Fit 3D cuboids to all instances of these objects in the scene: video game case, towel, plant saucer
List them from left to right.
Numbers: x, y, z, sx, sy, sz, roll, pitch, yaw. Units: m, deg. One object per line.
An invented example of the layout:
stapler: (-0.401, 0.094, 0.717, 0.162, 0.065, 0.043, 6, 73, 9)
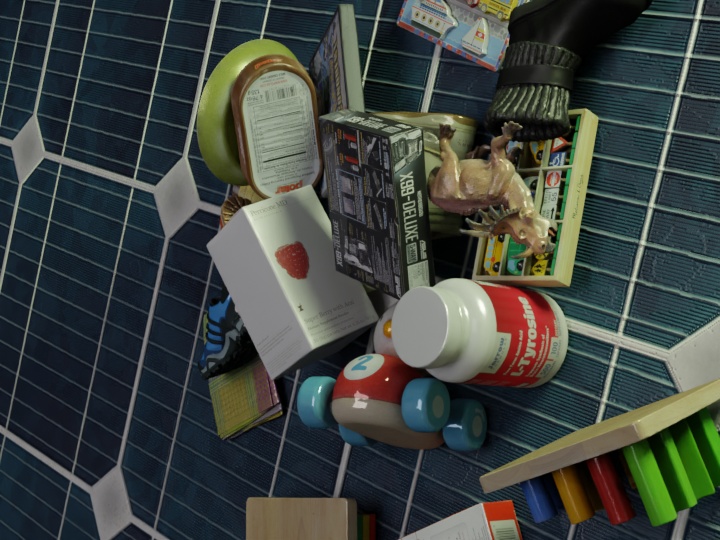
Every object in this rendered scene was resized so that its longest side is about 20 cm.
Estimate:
towel: (-0.173, 0.134, 1.826, 0.143, 0.023, 0.203, -32, 61, 39)
plant saucer: (-0.134, -0.208, 1.706, 0.031, 0.199, 0.203, 23, 100, 38)
video game case: (-0.032, -0.218, 1.670, 0.181, 0.025, 0.203, 133, 133, -69)

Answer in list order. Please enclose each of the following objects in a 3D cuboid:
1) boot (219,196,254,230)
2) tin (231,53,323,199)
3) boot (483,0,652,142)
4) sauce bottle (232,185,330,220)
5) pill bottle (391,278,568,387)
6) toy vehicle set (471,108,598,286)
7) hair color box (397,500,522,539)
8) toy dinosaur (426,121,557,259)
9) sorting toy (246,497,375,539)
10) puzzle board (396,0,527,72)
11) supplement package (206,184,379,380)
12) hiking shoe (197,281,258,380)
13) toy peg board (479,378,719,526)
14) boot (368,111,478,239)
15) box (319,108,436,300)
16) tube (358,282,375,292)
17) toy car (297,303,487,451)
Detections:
boot: (-0.149, -0.001, 1.748, 0.107, 0.075, 0.202, -24, 94, 53)
tin: (-0.108, -0.182, 1.662, 0.042, 0.110, 0.202, -117, 17, -57)
boot: (0.230, -0.233, 1.398, 0.210, 0.079, 0.160, -19, 50, 53)
sauce bottle: (-0.100, -0.082, 1.755, 0.199, 0.064, 0.066, 32, 106, 42)
pill bottle: (0.130, 0.069, 1.395, 0.111, 0.198, 0.114, -8, 79, 44)
toy vehicle set: (0.199, -0.081, 1.444, 0.123, 0.026, 0.203, -2, 72, 45)
hair color box: (0.104, 0.354, 1.479, 0.199, 0.063, 0.112, -32, 64, 37)
toy dinosaur: (0.128, -0.089, 1.428, 0.198, 0.085, 0.137, 7, 74, 42)
sorting toy: (-0.061, 0.396, 1.636, 0.197, 0.069, 0.203, -10, 77, 45)
puzzle board: (0.132, -0.352, 1.588, 0.199, 0.017, 0.153, 35, 109, 43)
supplement package: (-0.089, 0.015, 1.632, 0.120, 0.120, 0.202, -39, 76, 51)
hiking shoe: (-0.180, 0.079, 1.750, 0.087, 0.074, 0.200, 62, 141, 17)
toy peg board: (0.259, 0.201, 1.258, 0.198, 0.199, 0.099, -29, 79, 39)
boot: (0.059, -0.118, 1.592, 0.198, 0.071, 0.157, 6, 91, 46)
box: (0.019, -0.079, 1.502, 0.157, 0.049, 0.203, 23, 125, 55)
tube: (0.000, 0.000, 1.653, 0.199, 0.052, 0.059, -14, 43, 48)
toy car: (0.048, 0.102, 1.512, 0.182, 0.176, 0.203, -3, 69, 35)
